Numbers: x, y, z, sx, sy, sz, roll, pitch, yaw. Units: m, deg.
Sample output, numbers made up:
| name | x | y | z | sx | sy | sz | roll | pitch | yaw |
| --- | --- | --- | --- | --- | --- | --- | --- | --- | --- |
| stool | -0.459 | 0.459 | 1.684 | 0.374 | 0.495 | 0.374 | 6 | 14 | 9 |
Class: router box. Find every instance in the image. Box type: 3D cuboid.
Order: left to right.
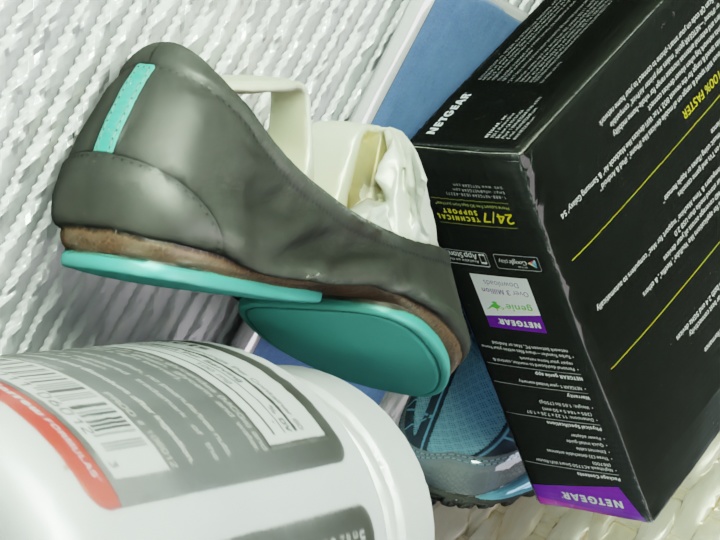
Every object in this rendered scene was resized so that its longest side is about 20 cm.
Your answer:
| name | x | y | z | sx | sy | sz | roll | pitch | yaw |
| --- | --- | --- | --- | --- | --- | --- | --- | --- | --- |
| router box | 0.108 | -0.036 | 0.754 | 0.200 | 0.051 | 0.149 | -46 | 128 | -35 |

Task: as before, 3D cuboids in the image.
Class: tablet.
| name | x | y | z | sx | sy | sz | roll | pitch | yaw |
| --- | --- | --- | --- | --- | --- | --- | --- | --- | --- |
| tablet | 0.000 | 0.000 | 0.730 | 0.200 | 0.014 | 0.130 | -63 | 158 | 7 |

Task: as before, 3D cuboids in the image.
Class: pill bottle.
| name | x | y | z | sx | sy | sz | roll | pitch | yaw |
| --- | --- | --- | --- | --- | --- | --- | --- | --- | --- |
| pill bottle | -0.062 | 0.076 | 0.551 | 0.116 | 0.116 | 0.200 | -64 | 158 | 12 |

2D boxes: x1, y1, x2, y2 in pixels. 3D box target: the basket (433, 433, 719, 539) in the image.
| name | x | y | z | sx | sy | sz | roll | pitch | yaw |
| --- | --- | --- | --- | --- | --- | --- | --- | --- | --- |
| basket | 0.123 | 0.102 | 0.972 | 0.200 | 0.135 | 0.123 | -56 | 156 | -10 |

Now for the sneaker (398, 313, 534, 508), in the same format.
| name | x | y | z | sx | sy | sz | roll | pitch | yaw |
| --- | --- | --- | --- | --- | --- | --- | --- | --- | --- |
| sneaker | 0.067 | -0.008 | 0.816 | 0.200 | 0.079 | 0.096 | -55 | 141 | -21 |

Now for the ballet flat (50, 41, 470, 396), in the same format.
| name | x | y | z | sx | sy | sz | roll | pitch | yaw |
| --- | --- | --- | --- | --- | --- | --- | --- | --- | --- |
| ballet flat | -0.014 | -0.013 | 0.608 | 0.200 | 0.068 | 0.068 | 30 | 69 | -66 |
